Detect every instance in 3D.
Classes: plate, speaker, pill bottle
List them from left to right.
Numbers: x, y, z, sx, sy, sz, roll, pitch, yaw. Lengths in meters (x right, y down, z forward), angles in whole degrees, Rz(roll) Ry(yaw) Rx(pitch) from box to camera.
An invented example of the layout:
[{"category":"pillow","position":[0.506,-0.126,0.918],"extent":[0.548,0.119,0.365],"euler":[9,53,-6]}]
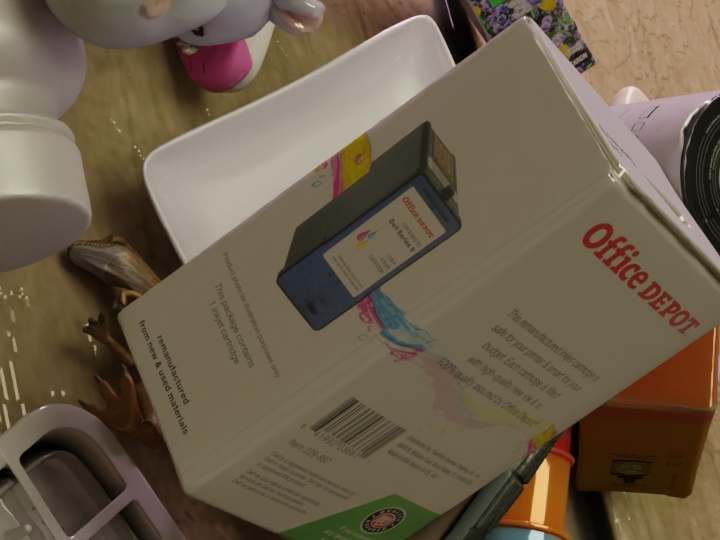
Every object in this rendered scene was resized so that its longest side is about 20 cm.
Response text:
[{"category":"pill bottle","position":[-0.175,-0.105,0.837],"extent":[0.114,0.114,0.202],"euler":[3,66,-46]},{"category":"plate","position":[0.000,0.000,0.993],"extent":[0.199,0.032,0.201],"euler":[-31,101,-35]},{"category":"speaker","position":[0.105,-0.035,0.931],"extent":[0.081,0.199,0.082],"euler":[2,86,-37]}]

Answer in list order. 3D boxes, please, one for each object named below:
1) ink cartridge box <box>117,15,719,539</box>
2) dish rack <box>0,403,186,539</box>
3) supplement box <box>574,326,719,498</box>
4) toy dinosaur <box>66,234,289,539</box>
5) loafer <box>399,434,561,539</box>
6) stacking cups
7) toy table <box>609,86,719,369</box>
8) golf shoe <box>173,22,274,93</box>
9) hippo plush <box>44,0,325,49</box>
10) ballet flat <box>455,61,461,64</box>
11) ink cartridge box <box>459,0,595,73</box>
[{"category":"ink cartridge box","position":[0.031,0.016,0.781],"extent":[0.145,0.199,0.088],"euler":[34,26,-55]},{"category":"dish rack","position":[-0.133,0.166,0.785],"extent":[0.172,0.043,0.200],"euler":[57,40,-8]},{"category":"supplement box","position":[0.145,0.065,1.030],"extent":[0.200,0.066,0.070],"euler":[77,18,-69]},{"category":"toy dinosaur","position":[-0.066,0.064,0.885],"extent":[0.201,0.060,0.106],"euler":[62,15,6]},{"category":"loafer","position":[0.027,0.100,0.871],"extent":[0.063,0.072,0.201],"euler":[36,81,11]},{"category":"stacking cups","position":[0.071,0.148,0.973],"extent":[0.060,0.060,0.202],"euler":[23,64,-37]},{"category":"toy table","position":[0.175,-0.014,1.163],"extent":[0.199,0.117,0.185],"euler":[34,47,-29]},{"category":"golf shoe","position":[-0.045,-0.168,1.049],"extent":[0.091,0.075,0.202],"euler":[32,49,-35]},{"category":"hippo plush","position":[-0.088,-0.174,0.818],"extent":[0.200,0.158,0.162],"euler":[-25,124,-55]},{"category":"ballet flat","position":[0.047,-0.028,1.095],"extent":[0.067,0.046,0.202],"euler":[29,54,-32]},{"category":"ink cartridge box","position":[0.056,-0.198,1.113],"extent":[0.201,0.050,0.109],"euler":[56,5,-37]}]
